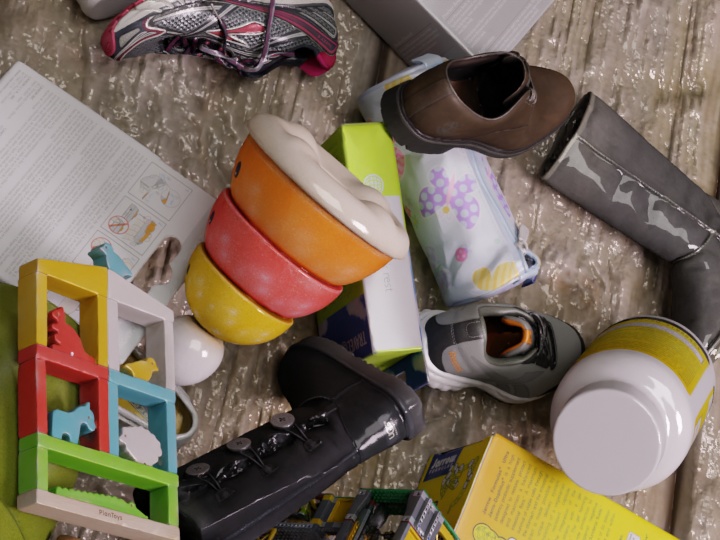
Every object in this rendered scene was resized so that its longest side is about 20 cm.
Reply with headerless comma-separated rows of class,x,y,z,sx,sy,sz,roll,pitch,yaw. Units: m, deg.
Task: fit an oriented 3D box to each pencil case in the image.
pencil case,0.071,-0.069,1.614,0.083,0.091,0.200,-23,86,-29

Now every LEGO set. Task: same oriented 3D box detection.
LEGO set,-0.007,0.236,1.429,0.116,0.199,0.154,-61,140,-34

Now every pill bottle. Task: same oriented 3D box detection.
pill bottle,0.208,0.107,1.565,0.112,0.111,0.200,60,20,0

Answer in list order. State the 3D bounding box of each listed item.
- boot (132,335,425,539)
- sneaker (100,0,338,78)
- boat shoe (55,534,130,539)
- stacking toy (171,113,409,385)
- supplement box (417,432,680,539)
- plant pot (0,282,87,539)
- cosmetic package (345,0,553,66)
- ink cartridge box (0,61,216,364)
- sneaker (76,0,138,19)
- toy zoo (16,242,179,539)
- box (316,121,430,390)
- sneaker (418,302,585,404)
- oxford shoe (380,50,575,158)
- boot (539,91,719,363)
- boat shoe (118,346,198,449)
boot,-0.076,0.129,1.458,0.200,0.165,0.066,-33,114,-25
sneaker,-0.104,-0.184,1.568,0.199,0.081,0.075,-9,83,-27
boat shoe,-0.151,0.223,1.392,0.200,0.075,0.074,28,71,-60
stacking toy,-0.076,0.003,1.428,0.146,0.146,0.200,40,97,-11
supplement box,0.140,0.225,1.558,0.200,0.109,0.110,30,66,-15
plant pot,-0.270,0.116,1.363,0.200,0.200,0.193,42,51,-9
cosmetic package,0.049,-0.247,1.655,0.200,0.090,0.107,45,63,-5
ink cartridge box,-0.216,-0.037,1.467,0.200,0.050,0.162,36,58,-2
sneaker,-0.150,-0.276,1.580,0.200,0.075,0.089,-29,78,-27
toy zoo,-0.174,0.075,1.350,0.131,0.020,0.201,23,54,-47
box,0.000,0.000,1.543,0.047,0.122,0.201,-3,77,-20
sneaker,0.121,0.062,1.589,0.200,0.079,0.074,5,72,-50
oxford shoe,0.112,-0.131,1.555,0.200,0.084,0.073,-13,77,-48
boot,0.236,-0.032,1.693,0.200,0.073,0.182,37,50,-20
boat shoe,-0.195,0.057,1.457,0.202,0.086,0.075,46,63,-8
